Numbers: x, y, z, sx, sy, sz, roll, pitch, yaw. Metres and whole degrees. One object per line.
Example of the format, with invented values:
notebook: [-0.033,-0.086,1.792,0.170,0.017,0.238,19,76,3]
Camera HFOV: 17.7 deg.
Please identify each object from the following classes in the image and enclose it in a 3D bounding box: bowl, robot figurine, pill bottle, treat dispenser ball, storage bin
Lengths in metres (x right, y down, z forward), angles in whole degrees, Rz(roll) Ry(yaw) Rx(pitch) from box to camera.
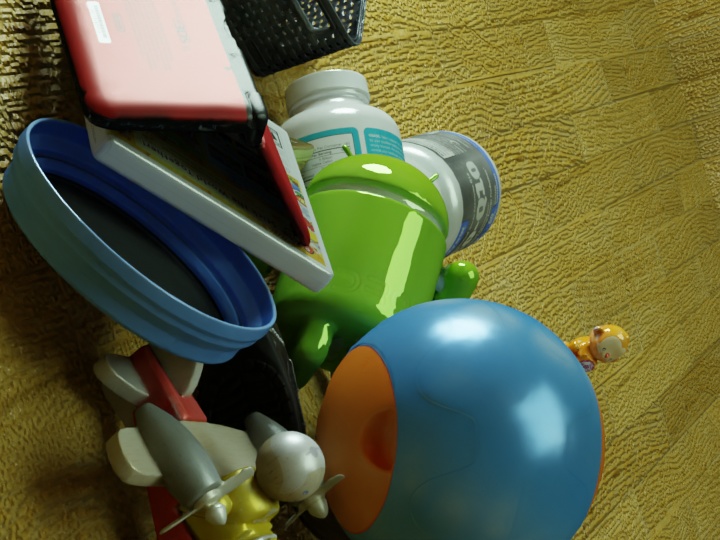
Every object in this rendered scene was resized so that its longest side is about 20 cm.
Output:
bowl: [-0.143,-0.017,1.473,0.200,0.039,0.201,38,15,-12]
robot figurine: [0.000,0.000,1.732,0.116,0.175,0.200,123,-15,-62]
pill bottle: [0.047,-0.060,2.040,0.200,0.113,0.114,-25,98,-70]
treat dispenser ball: [0.069,0.120,1.595,0.201,0.200,0.201,-17,90,-70]
pill bottle: [-0.013,-0.059,1.879,0.111,0.110,0.201,33,45,-61]
storage bin: [-0.062,-0.277,1.951,0.200,0.094,0.135,-83,150,-47]

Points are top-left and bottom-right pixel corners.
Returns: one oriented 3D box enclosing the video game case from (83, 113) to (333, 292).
video game case: [-0.113,-0.087,1.595,0.200,0.023,0.182,32,23,-32]

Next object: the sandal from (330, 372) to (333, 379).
sandal: [0.019,0.161,1.865,0.057,0.080,0.201,-33,99,-52]

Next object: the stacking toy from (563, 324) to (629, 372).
stacking toy: [0.145,0.088,2.056,0.110,0.199,0.116,-84,151,-47]

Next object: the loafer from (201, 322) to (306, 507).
loafer: [-0.075,0.072,1.661,0.071,0.073,0.201,12,65,-69]

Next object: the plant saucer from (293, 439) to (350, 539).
plant saucer: [0.046,0.156,1.748,0.200,0.199,0.030,-71,165,-59]

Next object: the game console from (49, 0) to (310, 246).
game console: [-0.126,-0.117,1.570,0.200,0.172,0.119,-113,-150,-48]

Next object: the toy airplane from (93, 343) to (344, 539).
toy airplane: [-0.090,0.125,1.481,0.199,0.141,0.200,61,24,-31]

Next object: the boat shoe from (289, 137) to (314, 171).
boat shoe: [-0.092,-0.071,1.755,0.201,0.073,0.063,-33,140,-72]
